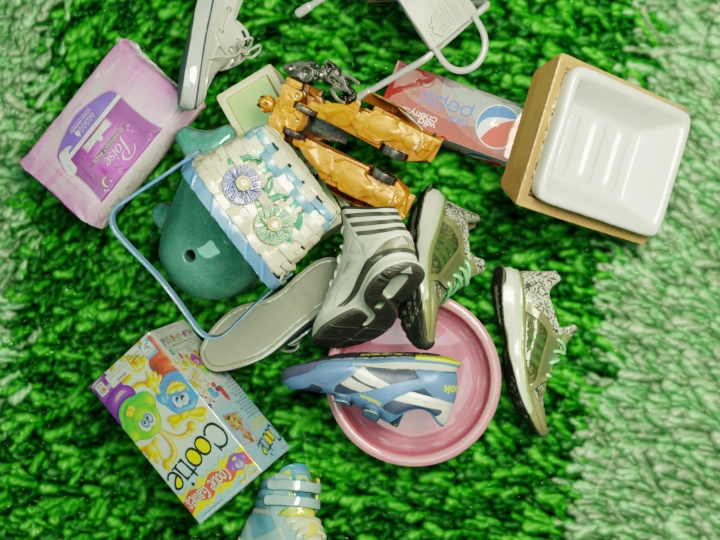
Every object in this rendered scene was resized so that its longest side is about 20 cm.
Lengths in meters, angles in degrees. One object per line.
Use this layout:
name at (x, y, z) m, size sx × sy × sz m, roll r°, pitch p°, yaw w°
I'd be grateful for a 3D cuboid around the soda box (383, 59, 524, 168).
soda box at (0.124, -0.169, 1.220) m, size 0.200 × 0.063 × 0.070 m, roll 21°, pitch 91°, yaw 7°

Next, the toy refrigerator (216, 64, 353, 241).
toy refrigerator at (-0.083, -0.131, 1.244) m, size 0.076 × 0.070 × 0.200 m, roll -29°, pitch 87°, yaw 6°

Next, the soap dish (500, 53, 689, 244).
soap dish at (0.250, -0.126, 1.147) m, size 0.200 × 0.081 × 0.157 m, roll 14°, pitch 94°, yaw -34°

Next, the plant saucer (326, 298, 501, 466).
plant saucer at (0.061, 0.122, 1.235) m, size 0.200 × 0.051 × 0.201 m, roll 0°, pitch 90°, yaw 6°

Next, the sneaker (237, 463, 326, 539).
sneaker at (-0.063, 0.290, 1.199) m, size 0.200 × 0.080 × 0.131 m, roll 13°, pitch 85°, yaw 48°

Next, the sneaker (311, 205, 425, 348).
sneaker at (0.001, 0.000, 1.162) m, size 0.076 × 0.201 × 0.115 m, roll 6°, pitch 57°, yaw -29°

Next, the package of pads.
package of pads at (-0.290, -0.161, 1.268) m, size 0.120 × 0.076 × 0.200 m, roll 41°, pitch 95°, yaw 5°

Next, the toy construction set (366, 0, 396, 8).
toy construction set at (0.047, -0.372, 1.223) m, size 0.200 × 0.092 × 0.131 m, roll -2°, pitch 89°, yaw 18°

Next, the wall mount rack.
wall mount rack at (0.039, -0.280, 1.150) m, size 0.174 × 0.075 × 0.200 m, roll -41°, pitch 113°, yaw -8°

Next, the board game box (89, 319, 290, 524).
board game box at (-0.194, 0.171, 1.235) m, size 0.103 × 0.105 × 0.200 m, roll -42°, pitch 85°, yaw 15°

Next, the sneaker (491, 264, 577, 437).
sneaker at (0.206, 0.087, 1.209) m, size 0.089 × 0.077 × 0.200 m, roll -9°, pitch 91°, yaw -1°

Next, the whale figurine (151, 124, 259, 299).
whale figurine at (-0.175, -0.063, 1.221) m, size 0.159 × 0.104 × 0.200 m, roll 2°, pitch 105°, yaw 19°

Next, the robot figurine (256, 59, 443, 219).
robot figurine at (-0.020, -0.142, 1.173) m, size 0.200 × 0.058 × 0.145 m, roll 27°, pitch 104°, yaw 3°

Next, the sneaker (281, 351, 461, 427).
sneaker at (0.010, 0.132, 1.181) m, size 0.200 × 0.074 × 0.082 m, roll 1°, pitch 92°, yaw 8°

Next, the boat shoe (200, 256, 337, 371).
boat shoe at (-0.093, 0.055, 1.246) m, size 0.200 × 0.062 × 0.075 m, roll -38°, pitch 72°, yaw 0°

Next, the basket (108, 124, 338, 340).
basket at (-0.138, -0.050, 1.119) m, size 0.200 × 0.139 × 0.176 m, roll -39°, pitch 98°, yaw 9°

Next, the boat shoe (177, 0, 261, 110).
boat shoe at (-0.155, -0.266, 1.236) m, size 0.086 × 0.075 × 0.202 m, roll 14°, pitch 62°, yaw -13°

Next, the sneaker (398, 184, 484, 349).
sneaker at (0.097, -0.003, 1.184) m, size 0.089 × 0.077 × 0.200 m, roll 13°, pitch 60°, yaw -8°
